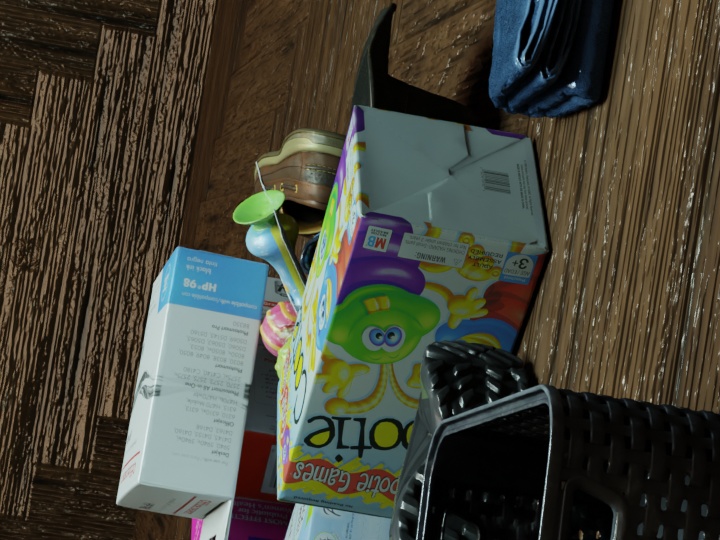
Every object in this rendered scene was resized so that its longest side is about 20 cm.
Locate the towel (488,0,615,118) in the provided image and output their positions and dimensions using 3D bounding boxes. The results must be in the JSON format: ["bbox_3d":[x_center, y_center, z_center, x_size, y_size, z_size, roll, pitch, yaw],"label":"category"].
[{"bbox_3d":[0.101,-0.180,1.154,0.112,0.048,0.202,154,124,-80],"label":"towel"}]

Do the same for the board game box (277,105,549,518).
[{"bbox_3d":[0.023,0.028,1.252,0.105,0.102,0.201,-93,15,-53],"label":"board game box"}]

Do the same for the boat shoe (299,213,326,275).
[{"bbox_3d":[0.000,0.000,1.526,0.200,0.068,0.085,143,135,-74],"label":"boat shoe"}]

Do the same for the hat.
[{"bbox_3d":[0.028,-0.055,1.371,0.201,0.080,0.203,-169,90,-88],"label":"hat"}]

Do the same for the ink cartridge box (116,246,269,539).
[{"bbox_3d":[-0.116,0.097,1.529,0.116,0.066,0.202,135,144,-71],"label":"ink cartridge box"}]

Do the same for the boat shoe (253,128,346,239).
[{"bbox_3d":[-0.051,-0.061,1.896,0.200,0.071,0.068,141,140,-73],"label":"boat shoe"}]

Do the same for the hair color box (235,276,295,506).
[{"bbox_3d":[-0.045,0.085,1.626,0.201,0.101,0.062,-94,17,-57],"label":"hair color box"}]

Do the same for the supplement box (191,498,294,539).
[{"bbox_3d":[-0.066,0.183,1.653,0.201,0.100,0.104,-94,17,-52],"label":"supplement box"}]

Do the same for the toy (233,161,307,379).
[{"bbox_3d":[-0.040,0.042,1.475,0.115,0.047,0.201,-113,4,-62],"label":"toy"}]

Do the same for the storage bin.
[{"bbox_3d":[0.081,0.123,0.839,0.200,0.093,0.137,140,139,-77],"label":"storage bin"}]

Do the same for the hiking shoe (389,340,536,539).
[{"bbox_3d":[0.051,0.129,1.125,0.201,0.075,0.101,-78,-5,-51],"label":"hiking shoe"}]

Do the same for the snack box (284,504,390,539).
[{"bbox_3d":[-0.020,0.202,1.418,0.169,0.067,0.201,-82,8,-52],"label":"snack box"}]
